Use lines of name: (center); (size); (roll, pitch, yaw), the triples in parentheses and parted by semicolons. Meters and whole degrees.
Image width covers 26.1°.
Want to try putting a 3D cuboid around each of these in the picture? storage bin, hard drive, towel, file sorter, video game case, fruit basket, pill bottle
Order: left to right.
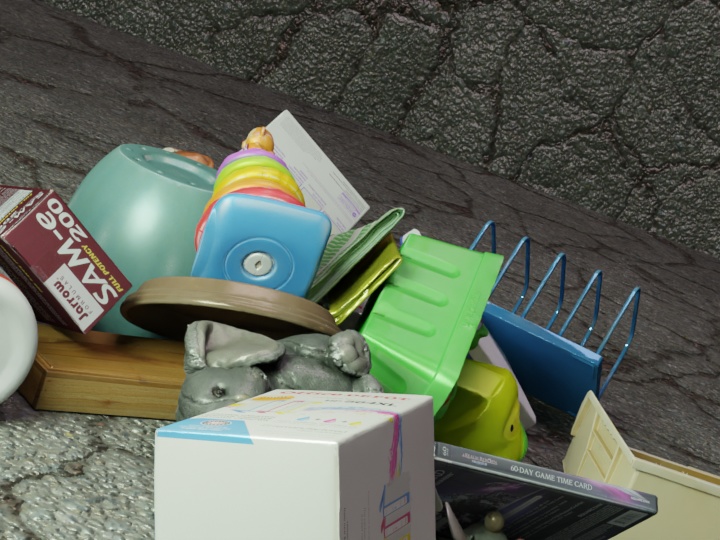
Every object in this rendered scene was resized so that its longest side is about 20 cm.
pill bottle: (-0.330, 0.021, 1.184); (0.115, 0.117, 0.200); (11, 16, -36)
towel: (-0.043, 0.003, 1.491); (0.023, 0.152, 0.200); (48, -17, -6)
towel: (0.000, 0.000, 1.445); (0.018, 0.086, 0.200); (44, 5, -8)
fruit basket: (0.085, 0.095, 1.405); (0.214, 0.156, 0.217); (18, 42, -17)
hard drive: (0.112, 0.063, 1.617); (0.200, 0.025, 0.132); (53, 9, -33)
video game case: (0.111, 0.186, 1.219); (0.198, 0.143, 0.019); (17, 58, -21)
file sorter: (0.201, 0.053, 1.749); (0.199, 0.123, 0.139); (25, -27, 19)
storage bin: (0.307, 0.211, 1.465); (0.198, 0.095, 0.199); (19, 13, -9)

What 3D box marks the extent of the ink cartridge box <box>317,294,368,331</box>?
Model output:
ink cartridge box: (0.011, 0.065, 1.611); (0.144, 0.085, 0.200); (20, 12, -4)

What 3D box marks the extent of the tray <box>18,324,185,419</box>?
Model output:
tray: (-0.201, 0.085, 1.304); (0.199, 0.037, 0.098); (9, 18, -40)

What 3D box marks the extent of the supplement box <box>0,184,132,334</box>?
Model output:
supplement box: (-0.281, -0.014, 1.296); (0.199, 0.061, 0.109); (9, -39, 57)

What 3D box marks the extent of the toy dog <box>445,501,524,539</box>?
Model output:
toy dog: (0.094, 0.212, 1.118); (0.131, 0.097, 0.200); (16, 14, -22)

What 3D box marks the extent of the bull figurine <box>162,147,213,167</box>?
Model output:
bull figurine: (-0.247, -0.067, 1.653); (0.199, 0.066, 0.121); (-35, 32, -27)

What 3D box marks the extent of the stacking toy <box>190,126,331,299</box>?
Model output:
stacking toy: (-0.093, -0.068, 1.392); (0.109, 0.117, 0.201); (12, 38, -14)

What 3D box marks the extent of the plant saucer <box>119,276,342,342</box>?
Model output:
plant saucer: (-0.107, 0.041, 1.332); (0.198, 0.030, 0.200); (9, -14, 2)

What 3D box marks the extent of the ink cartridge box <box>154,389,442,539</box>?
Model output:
ink cartridge box: (-0.033, 0.152, 1.019); (0.127, 0.127, 0.200); (1, 5, 22)

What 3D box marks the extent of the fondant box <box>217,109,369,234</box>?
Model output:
fondant box: (-0.098, -0.058, 1.655); (0.145, 0.058, 0.200); (49, 47, -7)

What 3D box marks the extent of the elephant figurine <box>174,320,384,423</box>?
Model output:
elephant figurine: (-0.091, 0.101, 1.209); (0.198, 0.143, 0.155); (3, -24, -34)

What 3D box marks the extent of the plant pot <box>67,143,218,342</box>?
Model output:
plant pot: (-0.197, -0.024, 1.476); (0.199, 0.162, 0.201); (19, 13, -5)
